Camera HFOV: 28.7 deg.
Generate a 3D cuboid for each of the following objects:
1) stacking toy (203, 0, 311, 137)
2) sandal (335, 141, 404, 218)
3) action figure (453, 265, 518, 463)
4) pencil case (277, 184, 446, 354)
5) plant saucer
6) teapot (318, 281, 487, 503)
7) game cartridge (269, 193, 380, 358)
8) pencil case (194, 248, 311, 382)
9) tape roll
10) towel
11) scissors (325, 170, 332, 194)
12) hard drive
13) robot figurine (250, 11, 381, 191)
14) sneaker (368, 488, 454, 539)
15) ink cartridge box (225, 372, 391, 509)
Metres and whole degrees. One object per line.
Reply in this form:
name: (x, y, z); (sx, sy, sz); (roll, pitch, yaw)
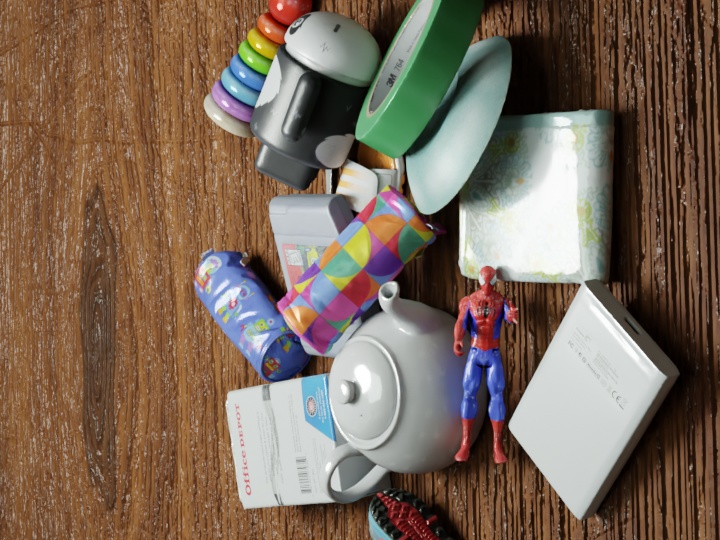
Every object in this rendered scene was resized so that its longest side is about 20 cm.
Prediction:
stacking toy: (-0.119, -0.270, 1.768); (0.086, 0.085, 0.201); (51, 121, 36)
sandal: (0.002, -0.063, 1.631); (0.079, 0.059, 0.210); (11, 97, 50)
action figure: (0.126, 0.097, 1.427); (0.064, 0.099, 0.203); (2, 93, 6)
pencil case: (0.000, 0.000, 1.547); (0.200, 0.088, 0.088); (-44, 53, 3)
plant saucer: (0.091, -0.159, 1.471); (0.202, 0.038, 0.202); (-57, 19, 32)
teapot: (0.031, 0.135, 1.533); (0.197, 0.145, 0.203); (-26, 71, 47)
game cartridge: (-0.037, 0.010, 1.650); (0.132, 0.041, 0.203); (1, 111, 46)
pencil case: (-0.137, 0.052, 1.783); (0.087, 0.078, 0.200); (-52, 50, 12)
tape roll: (0.061, -0.218, 1.486); (0.202, 0.048, 0.201); (-60, 12, 21)
towel: (0.177, -0.075, 1.438); (0.199, 0.048, 0.174); (2, 95, 50)
scissors: (-0.035, -0.162, 1.709); (0.073, 0.014, 0.203); (-21, 73, 46)
hard drive: (0.223, 0.127, 1.374); (0.132, 0.026, 0.201); (53, 137, 35)
robot figurine: (-0.055, -0.198, 1.618); (0.150, 0.124, 0.202); (48, 121, 48)
sneaker: (0.079, 0.337, 1.550); (0.201, 0.079, 0.096); (53, 151, 32)
ink cartridge box: (-0.065, 0.204, 1.690); (0.199, 0.083, 0.147); (-14, 83, 48)
